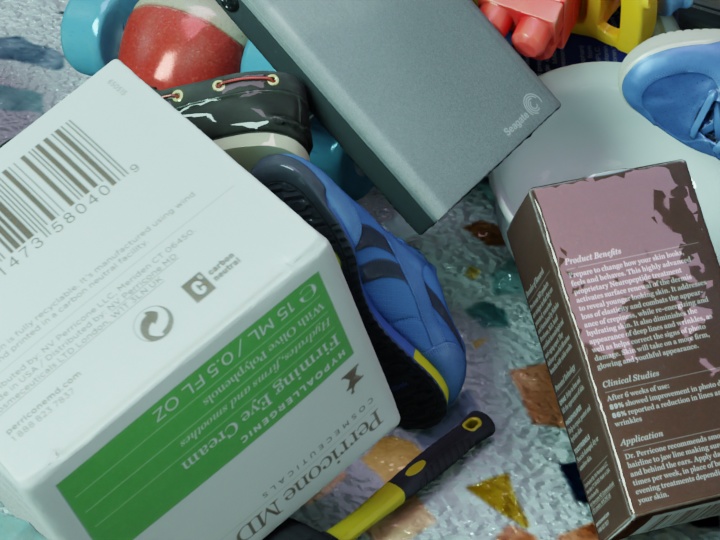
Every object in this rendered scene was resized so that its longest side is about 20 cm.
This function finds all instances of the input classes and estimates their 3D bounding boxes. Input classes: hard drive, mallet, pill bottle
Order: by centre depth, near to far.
[{"bbox_3d":[0.022,0.134,1.228,0.066,0.041,0.199,32,41,31],"label":"mallet"},{"bbox_3d":[0.015,-0.135,1.324,0.200,0.033,0.140,49,52,-2],"label":"hard drive"},{"bbox_3d":[0.114,-0.123,1.501,0.199,0.120,0.120,0,38,-9],"label":"pill bottle"}]

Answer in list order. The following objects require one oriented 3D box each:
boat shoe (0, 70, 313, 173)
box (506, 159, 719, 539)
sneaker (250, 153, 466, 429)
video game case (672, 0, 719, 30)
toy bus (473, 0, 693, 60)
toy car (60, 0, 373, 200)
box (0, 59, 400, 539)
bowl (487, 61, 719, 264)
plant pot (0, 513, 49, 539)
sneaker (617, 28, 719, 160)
[{"bbox_3d":[-0.125,-0.072,1.286,0.200,0.074,0.063,-8,58,13],"label":"boat shoe"},{"bbox_3d":[0.161,0.046,1.252,0.100,0.075,0.201,-10,73,-14],"label":"box"},{"bbox_3d":[0.000,0.000,1.284,0.066,0.200,0.079,-15,33,35],"label":"sneaker"},{"bbox_3d":[0.245,-0.172,1.564,0.199,0.182,0.023,18,82,15],"label":"video game case"},{"bbox_3d":[0.156,-0.207,1.411,0.199,0.136,0.193,17,63,13],"label":"toy bus"},{"bbox_3d":[-0.120,-0.059,1.392,0.184,0.177,0.201,15,66,32],"label":"toy car"},{"bbox_3d":[-0.125,0.042,1.162,0.199,0.172,0.200,-39,53,-13],"label":"box"},{"bbox_3d":[0.169,-0.032,1.399,0.200,0.091,0.202,7,49,-8],"label":"bowl"},{"bbox_3d":[-0.181,0.222,0.949,0.199,0.197,0.201,4,37,-3],"label":"plant pot"},{"bbox_3d":[0.255,-0.077,1.347,0.199,0.077,0.112,19,39,-9],"label":"sneaker"}]
